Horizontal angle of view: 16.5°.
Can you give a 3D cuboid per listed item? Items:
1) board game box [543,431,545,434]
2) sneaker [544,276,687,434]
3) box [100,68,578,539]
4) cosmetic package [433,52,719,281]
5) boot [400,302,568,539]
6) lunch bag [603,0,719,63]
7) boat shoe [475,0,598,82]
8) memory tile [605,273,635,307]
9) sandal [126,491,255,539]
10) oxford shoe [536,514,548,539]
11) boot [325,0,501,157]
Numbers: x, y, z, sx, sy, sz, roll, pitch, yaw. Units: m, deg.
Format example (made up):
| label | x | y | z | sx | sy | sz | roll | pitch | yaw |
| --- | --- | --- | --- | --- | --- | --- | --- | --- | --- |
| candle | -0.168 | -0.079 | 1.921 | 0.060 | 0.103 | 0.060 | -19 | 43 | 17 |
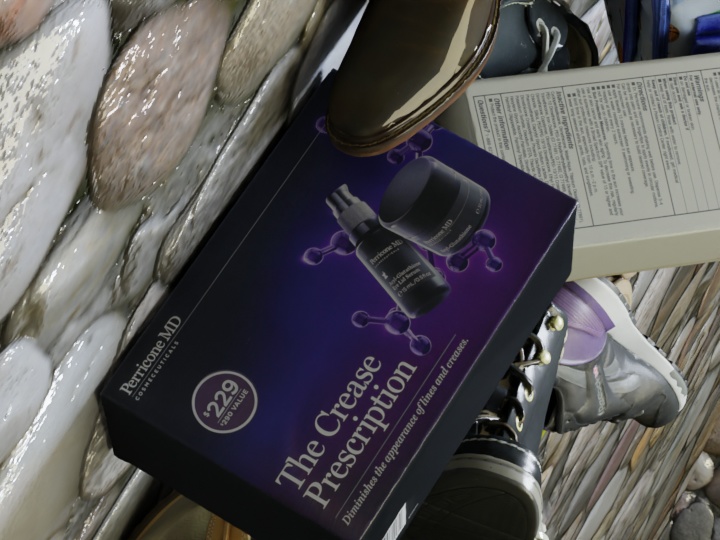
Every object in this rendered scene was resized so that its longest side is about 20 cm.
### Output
| label | x | y | z | sx | sy | sz | roll | pitch | yaw |
| --- | --- | --- | --- | --- | --- | --- | --- | --- | --- |
| board game box | 0.061 | 0.108 | 1.637 | 0.201 | 0.101 | 0.048 | -58 | 165 | -12 |
| sneaker | 0.129 | 0.062 | 1.496 | 0.088 | 0.076 | 0.200 | -54 | 144 | -7 |
| box | -0.008 | 0.027 | 1.156 | 0.201 | 0.140 | 0.079 | -56 | 163 | -22 |
| cosmetic package | 0.148 | -0.055 | 1.350 | 0.071 | 0.198 | 0.106 | 128 | -46 | -68 |
| boot | 0.067 | 0.076 | 1.295 | 0.204 | 0.073 | 0.155 | 110 | -1 | -69 |
| lunch bag | 0.177 | -0.177 | 1.420 | 0.200 | 0.075 | 0.161 | 78 | 3 | -67 |
| boat shoe | 0.090 | -0.126 | 1.376 | 0.076 | 0.060 | 0.200 | -65 | 166 | 13 |
| memory tile | 0.147 | 0.005 | 1.571 | 0.153 | 0.017 | 0.201 | 1 | 107 | -63 |
| sandal | -0.050 | 0.133 | 1.263 | 0.200 | 0.054 | 0.080 | -38 | 134 | 4 |
| oxford shoe | 0.087 | 0.163 | 1.435 | 0.075 | 0.057 | 0.202 | 52 | 35 | -76 |
| boot | 0.032 | -0.154 | 1.139 | 0.201 | 0.074 | 0.097 | -58 | 148 | -17 |
